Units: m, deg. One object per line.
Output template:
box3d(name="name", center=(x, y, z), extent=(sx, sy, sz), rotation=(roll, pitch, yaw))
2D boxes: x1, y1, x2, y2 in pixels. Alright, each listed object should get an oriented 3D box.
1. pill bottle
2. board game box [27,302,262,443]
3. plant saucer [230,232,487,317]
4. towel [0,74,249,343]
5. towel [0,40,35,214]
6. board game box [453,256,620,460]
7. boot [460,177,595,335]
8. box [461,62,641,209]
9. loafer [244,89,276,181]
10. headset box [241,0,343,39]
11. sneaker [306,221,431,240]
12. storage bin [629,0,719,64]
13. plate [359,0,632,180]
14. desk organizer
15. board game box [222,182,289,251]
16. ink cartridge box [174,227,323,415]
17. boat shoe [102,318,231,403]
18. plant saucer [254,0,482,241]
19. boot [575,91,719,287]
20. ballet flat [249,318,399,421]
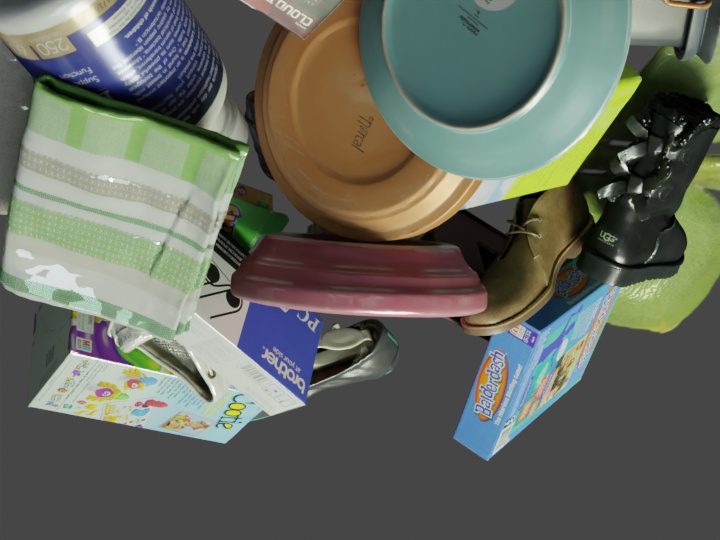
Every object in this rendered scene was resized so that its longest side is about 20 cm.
box3d(name="pill bottle", center=(-0.162, -0.146, 0.781), extent=(0.115, 0.116, 0.200), rotation=(-21, 140, 11))
box3d(name="board game box", center=(-0.193, 0.078, 1.047), extent=(0.200, 0.103, 0.105), rotation=(17, 139, -30))
box3d(name="plant saucer", center=(0.000, 0.000, 0.873), extent=(0.200, 0.200, 0.051), rotation=(3, 95, -17))
box3d(name="towel", center=(-0.172, -0.034, 0.787), extent=(0.149, 0.031, 0.200), rotation=(16, 135, -11))
box3d(name="towel", center=(-0.294, -0.116, 0.834), extent=(0.132, 0.035, 0.200), rotation=(0, 137, 0))
box3d(name="board game box", center=(0.176, 0.074, 1.074), extent=(0.200, 0.045, 0.152), rotation=(-26, 141, -49))
box3d(name="boot", center=(0.139, -0.019, 0.976), extent=(0.073, 0.200, 0.076), rotation=(4, 127, 37))
box3d(name="box", center=(0.123, -0.109, 0.883), extent=(0.200, 0.048, 0.122), rotation=(-16, 148, -43))
box3d(name="loafer", center=(0.006, -0.131, 0.880), extent=(0.199, 0.073, 0.072), rotation=(-18, 136, 5))
box3d(name="headset box", center=(-0.044, -0.253, 0.714), extent=(0.148, 0.075, 0.200), rotation=(26, 127, -36))
box3d(name="sneaker", center=(-0.038, -0.044, 0.985), extent=(0.200, 0.075, 0.115), rotation=(-33, 122, 25))
box3d(name="storage bin", center=(0.175, -0.234, 0.757), extent=(0.134, 0.146, 0.200), rotation=(-3, 141, 5))
box3d(name="plate", center=(0.074, -0.157, 0.713), extent=(0.200, 0.200, 0.026), rotation=(-44, 160, 33))
box3d(name="desk organizer", center=(0.106, 0.005, 1.061), extent=(0.200, 0.077, 0.072), rotation=(27, 127, -38))
box3d(name="board game box", center=(-0.167, -0.052, 0.949), extent=(0.200, 0.030, 0.096), rotation=(20, 132, -22))
box3d(name="ink cartridge box", center=(-0.114, 0.027, 0.936), extent=(0.044, 0.094, 0.200), rotation=(-21, 131, 32))
box3d(name="boat shoe", center=(-0.182, 0.038, 0.951), extent=(0.200, 0.069, 0.071), rotation=(40, 140, -17))
box3d(name="plant saucer", center=(0.006, -0.120, 0.801), extent=(0.200, 0.201, 0.032), rotation=(-38, 167, 29))
box3d(name="boot", center=(0.269, -0.075, 0.999), extent=(0.198, 0.073, 0.163), rotation=(-14, 129, -57))
box3d(name="ballet flat", center=(-0.059, 0.095, 1.136), extent=(0.199, 0.073, 0.073), rotation=(-17, 141, -4))
